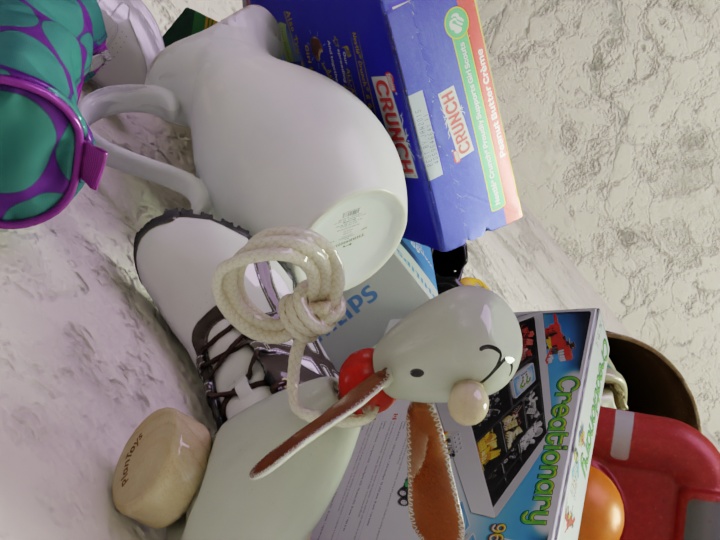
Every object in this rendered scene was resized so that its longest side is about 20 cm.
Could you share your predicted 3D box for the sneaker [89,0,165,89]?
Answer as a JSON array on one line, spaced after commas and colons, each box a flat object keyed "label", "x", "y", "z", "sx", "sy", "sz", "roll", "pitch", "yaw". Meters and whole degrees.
[{"label": "sneaker", "x": -0.218, "y": -0.186, "z": 0.778, "sx": 0.200, "sy": 0.075, "sz": 0.100, "roll": 47, "pitch": 33, "yaw": -10}]

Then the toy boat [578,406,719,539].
[{"label": "toy boat", "x": 0.109, "y": 0.132, "z": 0.610, "sx": 0.196, "sy": 0.133, "sz": 0.131, "roll": 9, "pitch": -13, "yaw": 8}]

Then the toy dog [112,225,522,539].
[{"label": "toy dog", "x": -0.023, "y": 0.088, "z": 0.460, "sx": 0.130, "sy": 0.201, "sz": 0.097, "roll": 16, "pitch": 45, "yaw": -21}]

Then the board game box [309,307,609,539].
[{"label": "board game box", "x": 0.049, "y": 0.099, "z": 0.560, "sx": 0.201, "sy": 0.124, "sz": 0.035, "roll": -66, "pitch": 143, "yaw": -45}]

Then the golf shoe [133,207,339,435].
[{"label": "golf shoe", "x": -0.056, "y": 0.051, "z": 0.617, "sx": 0.200, "sy": 0.078, "sz": 0.095, "roll": 48, "pitch": 14, "yaw": -2}]

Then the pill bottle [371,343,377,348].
[{"label": "pill bottle", "x": 0.076, "y": 0.134, "z": 0.742, "sx": 0.201, "sy": 0.109, "sz": 0.109, "roll": 55, "pitch": 15, "yaw": 18}]

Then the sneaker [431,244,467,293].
[{"label": "sneaker", "x": 0.054, "y": -0.014, "z": 1.074, "sx": 0.069, "sy": 0.099, "sz": 0.201, "roll": 40, "pitch": 17, "yaw": -37}]

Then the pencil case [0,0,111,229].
[{"label": "pencil case", "x": -0.181, "y": -0.103, "z": 0.608, "sx": 0.091, "sy": 0.086, "sz": 0.201, "roll": 13, "pitch": 28, "yaw": -17}]

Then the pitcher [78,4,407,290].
[{"label": "pitcher", "x": -0.077, "y": -0.071, "z": 0.712, "sx": 0.201, "sy": 0.169, "sz": 0.122, "roll": 50, "pitch": -27, "yaw": 35}]

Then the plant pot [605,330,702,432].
[{"label": "plant pot", "x": 0.151, "y": 0.120, "z": 0.933, "sx": 0.187, "sy": 0.187, "sz": 0.200, "roll": 45, "pitch": 0, "yaw": -15}]

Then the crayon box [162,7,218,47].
[{"label": "crayon box", "x": -0.093, "y": -0.152, "z": 0.963, "sx": 0.127, "sy": 0.051, "sz": 0.200, "roll": 42, "pitch": -1, "yaw": -31}]

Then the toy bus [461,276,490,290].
[{"label": "toy bus", "x": 0.153, "y": 0.105, "z": 1.150, "sx": 0.201, "sy": 0.065, "sz": 0.078, "roll": 55, "pitch": 15, "yaw": 18}]

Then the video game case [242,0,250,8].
[{"label": "video game case", "x": -0.033, "y": -0.196, "z": 0.912, "sx": 0.199, "sy": 0.018, "sz": 0.145, "roll": 40, "pitch": -36, "yaw": 33}]

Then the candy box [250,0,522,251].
[{"label": "candy box", "x": 0.013, "y": -0.120, "z": 0.789, "sx": 0.199, "sy": 0.076, "sz": 0.172, "roll": 26, "pitch": -44, "yaw": 58}]

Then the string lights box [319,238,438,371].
[{"label": "string lights box", "x": 0.000, "y": 0.000, "z": 0.864, "sx": 0.059, "sy": 0.102, "sz": 0.201, "roll": 49, "pitch": 14, "yaw": -17}]

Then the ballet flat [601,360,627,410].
[{"label": "ballet flat", "x": 0.157, "y": 0.156, "z": 0.792, "sx": 0.069, "sy": 0.068, "sz": 0.204, "roll": -46, "pitch": 138, "yaw": -76}]
